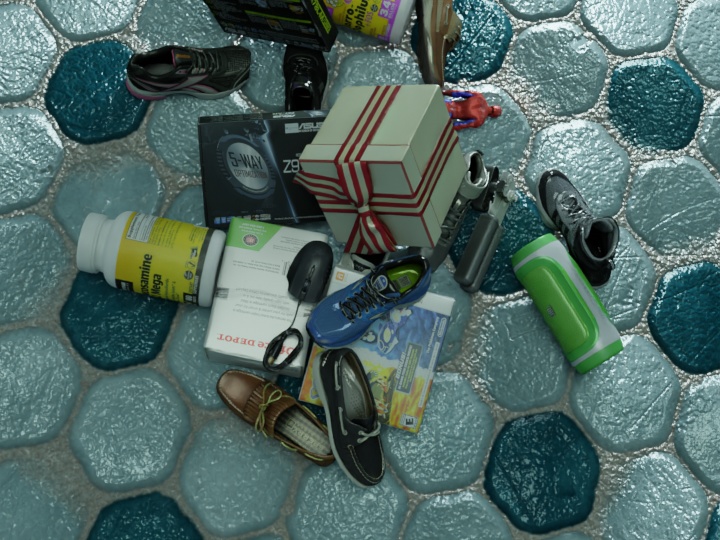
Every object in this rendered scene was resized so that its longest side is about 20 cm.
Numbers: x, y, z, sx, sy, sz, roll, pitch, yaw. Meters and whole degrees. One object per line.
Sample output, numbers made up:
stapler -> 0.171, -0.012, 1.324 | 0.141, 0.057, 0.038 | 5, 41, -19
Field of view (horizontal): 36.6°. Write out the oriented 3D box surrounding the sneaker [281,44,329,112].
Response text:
sneaker -> -0.083, -0.283, 1.669 | 0.075, 0.088, 0.202 | 0, 74, -4

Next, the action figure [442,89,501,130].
action figure -> 0.125, -0.251, 1.698 | 0.198, 0.052, 0.066 | 1, 79, -9

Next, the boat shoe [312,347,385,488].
boat shoe -> -0.005, 0.202, 1.499 | 0.074, 0.060, 0.202 | -16, 89, -42

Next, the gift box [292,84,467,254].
gift box -> 0.023, -0.135, 1.536 | 0.198, 0.185, 0.188 | -1, 46, 32

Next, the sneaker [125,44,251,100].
sneaker -> -0.262, -0.308, 1.663 | 0.198, 0.086, 0.081 | -14, 77, -9

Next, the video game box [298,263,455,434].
video game box -> 0.023, 0.111, 1.557 | 0.181, 0.047, 0.202 | 15, 93, 2

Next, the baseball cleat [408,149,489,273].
baseball cleat -> 0.131, -0.092, 1.621 | 0.069, 0.106, 0.202 | 23, 75, -17

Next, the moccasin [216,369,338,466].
moccasin -> -0.116, 0.206, 1.532 | 0.201, 0.078, 0.074 | 39, 77, 7

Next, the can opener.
can opener -> 0.186, -0.063, 1.655 | 0.066, 0.053, 0.201 | 9, 68, 34

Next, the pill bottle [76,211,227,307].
pill bottle -> -0.299, -0.021, 1.565 | 0.198, 0.113, 0.113 | 12, 73, 0

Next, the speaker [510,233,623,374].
speaker -> 0.304, 0.049, 1.606 | 0.088, 0.089, 0.201 | -28, 78, -12

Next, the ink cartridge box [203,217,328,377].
ink cartridge box -> -0.135, 0.040, 1.574 | 0.144, 0.084, 0.202 | 11, 73, -1

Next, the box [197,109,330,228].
box -> -0.136, -0.150, 1.606 | 0.198, 0.044, 0.162 | -3, 112, -6

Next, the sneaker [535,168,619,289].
sneaker -> 0.330, -0.076, 1.629 | 0.075, 0.114, 0.201 | -21, 77, -10

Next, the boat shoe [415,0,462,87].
boat shoe -> 0.127, -0.383, 1.723 | 0.071, 0.076, 0.202 | 0, 76, -6

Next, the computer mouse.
computer mouse -> -0.087, 0.047, 1.515 | 0.058, 0.034, 0.202 | 20, 72, -3

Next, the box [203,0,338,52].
box -> -0.151, -0.408, 1.616 | 0.198, 0.193, 0.048 | 15, 70, 23

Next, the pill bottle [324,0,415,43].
pill bottle -> -0.015, -0.436, 1.710 | 0.198, 0.104, 0.105 | 19, 73, 2

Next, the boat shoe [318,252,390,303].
boat shoe -> 0.000, 0.000, 1.606 | 0.072, 0.066, 0.201 | 32, 74, 5

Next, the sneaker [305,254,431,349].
sneaker -> 0.011, 0.032, 1.475 | 0.199, 0.089, 0.079 | -32, 74, -17
